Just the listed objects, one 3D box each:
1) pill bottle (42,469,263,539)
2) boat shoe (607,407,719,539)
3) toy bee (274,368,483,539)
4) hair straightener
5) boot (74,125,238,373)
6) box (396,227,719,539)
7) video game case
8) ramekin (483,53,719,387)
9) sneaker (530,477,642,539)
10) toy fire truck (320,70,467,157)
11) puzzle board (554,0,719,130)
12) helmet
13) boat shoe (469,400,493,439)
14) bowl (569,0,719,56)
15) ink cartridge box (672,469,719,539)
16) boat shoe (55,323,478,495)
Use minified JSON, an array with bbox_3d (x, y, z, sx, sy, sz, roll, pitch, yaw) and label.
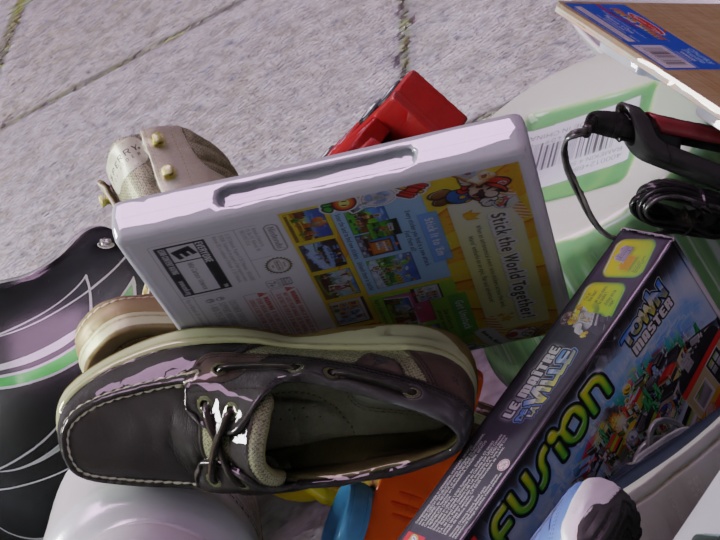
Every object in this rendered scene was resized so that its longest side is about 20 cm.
[{"bbox_3d":[-0.103,0.150,0.987,0.114,0.115,0.200,-32,9,1],"label":"pill bottle"},{"bbox_3d":[0.155,0.104,0.903,0.199,0.075,0.062,-32,9,-30],"label":"boat shoe"},{"bbox_3d":[0.000,0.139,0.996,0.200,0.131,0.109,-52,6,-14],"label":"toy bee"},{"bbox_3d":[0.185,-0.033,0.975,0.041,0.198,0.078,163,117,-65],"label":"hair straightener"},{"bbox_3d":[-0.104,-0.005,1.074,0.072,0.155,0.199,-40,-22,25],"label":"boot"},{"bbox_3d":[0.103,0.092,0.927,0.035,0.110,0.200,14,60,49],"label":"box"},{"bbox_3d":[0.000,0.000,0.925,0.180,0.200,0.023,-12,64,7],"label":"video game case"},{"bbox_3d":[0.135,-0.031,1.082,0.199,0.098,0.201,-26,30,16],"label":"ramekin"},{"bbox_3d":[0.047,0.161,0.819,0.076,0.077,0.201,-20,-37,-58],"label":"sneaker"},{"bbox_3d":[-0.004,-0.043,1.164,0.141,0.049,0.200,-53,8,-35],"label":"toy fire truck"},{"bbox_3d":[0.211,-0.088,1.006,0.150,0.018,0.200,-5,33,-38],"label":"puzzle board"},{"bbox_3d":[-0.153,0.080,1.171,0.189,0.201,0.200,-22,26,1],"label":"helmet"},{"bbox_3d":[0.029,0.081,1.104,0.201,0.075,0.075,3,34,48],"label":"boat shoe"},{"bbox_3d":[0.249,-0.168,1.283,0.199,0.075,0.200,-32,25,1],"label":"bowl"},{"bbox_3d":[0.171,0.168,0.778,0.146,0.083,0.200,-1,40,48],"label":"ink cartridge box"},{"bbox_3d":[-0.045,0.068,0.911,0.199,0.072,0.066,-6,23,4],"label":"boat shoe"}]
